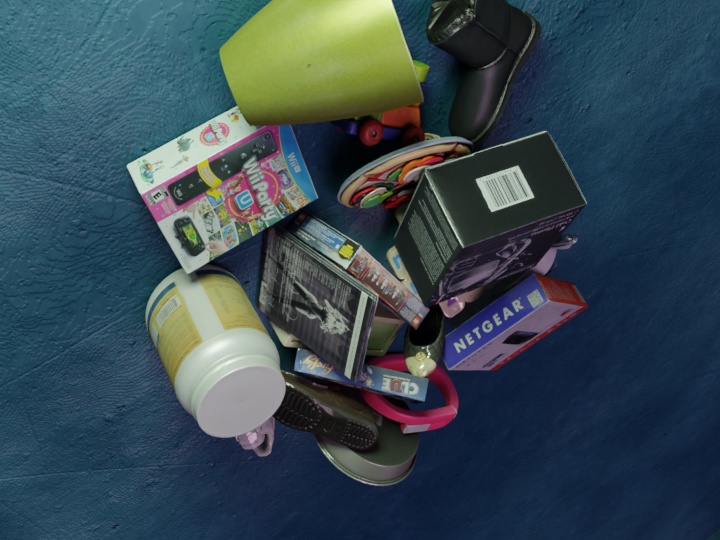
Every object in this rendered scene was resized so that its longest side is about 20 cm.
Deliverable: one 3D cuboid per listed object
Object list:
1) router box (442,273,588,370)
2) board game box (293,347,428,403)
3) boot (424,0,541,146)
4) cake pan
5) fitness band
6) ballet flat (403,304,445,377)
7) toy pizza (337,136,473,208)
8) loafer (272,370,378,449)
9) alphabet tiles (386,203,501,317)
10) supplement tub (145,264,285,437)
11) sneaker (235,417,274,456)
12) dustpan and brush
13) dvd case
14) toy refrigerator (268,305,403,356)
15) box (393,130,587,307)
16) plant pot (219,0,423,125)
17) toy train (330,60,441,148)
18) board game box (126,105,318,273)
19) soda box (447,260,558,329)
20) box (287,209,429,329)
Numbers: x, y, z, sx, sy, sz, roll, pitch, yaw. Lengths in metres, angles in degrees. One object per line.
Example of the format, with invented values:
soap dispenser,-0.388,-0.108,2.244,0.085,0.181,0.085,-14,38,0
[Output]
router box,0.242,0.087,1.459,0.199,0.049,0.178,-38,156,25
board game box,0.000,0.161,1.390,0.136,0.196,0.035,93,11,-80
boot,0.136,-0.275,1.197,0.167,0.076,0.202,15,110,-46
cake pan,0.013,0.250,1.484,0.198,0.202,0.037,3,137,-36
fitness band,0.083,0.199,1.529,0.198,0.144,0.038,1,134,-41
ballet flat,0.102,0.070,1.424,0.065,0.203,0.057,5,151,14
toy pizza,0.064,-0.123,1.243,0.197,0.032,0.200,-19,169,-4
loafer,-0.064,0.206,1.399,0.198,0.071,0.073,29,118,-12
alphabet tiles,0.136,-0.039,1.390,0.199,0.015,0.197,-35,112,-13
supplement tub,-0.192,0.104,1.215,0.143,0.201,0.146,-18,135,-19
sneaker,-0.171,0.207,1.392,0.074,0.101,0.201,-17,138,8
dustpan and brush,0.271,-0.031,1.408,0.057,0.199,0.141,32,71,-29
dvd case,-0.064,0.042,1.258,0.016,0.199,0.151,-29,143,-41
toy refrigerator,-0.033,0.077,1.400,0.198,0.070,0.077,11,120,-40
box,0.171,-0.068,1.268,0.197,0.126,0.197,-19,162,-19
plant pot,-0.051,-0.243,1.041,0.197,0.189,0.188,-21,138,5
toy train,0.064,-0.221,1.204,0.197,0.084,0.118,3,112,-36
board game box,-0.168,-0.109,1.148,0.198,0.064,0.149,-31,138,-9
soda box,0.231,0.027,1.536,0.200,0.069,0.063,-45,142,9
box,0.000,0.000,1.301,0.040,0.136,0.200,-53,138,-4
